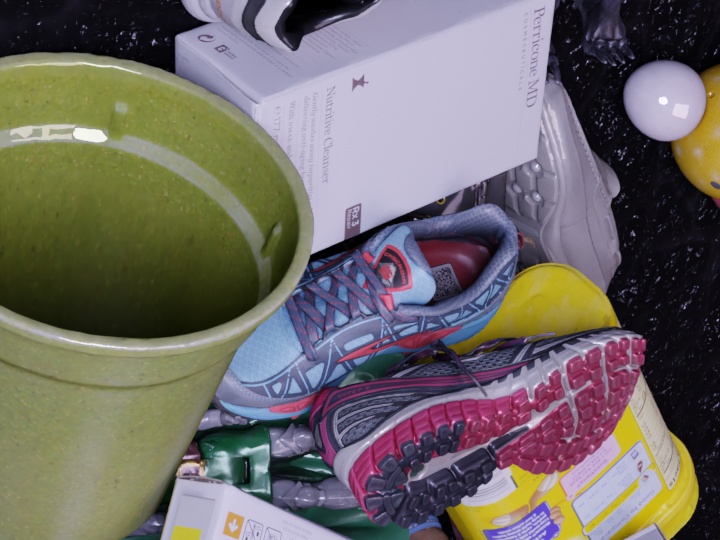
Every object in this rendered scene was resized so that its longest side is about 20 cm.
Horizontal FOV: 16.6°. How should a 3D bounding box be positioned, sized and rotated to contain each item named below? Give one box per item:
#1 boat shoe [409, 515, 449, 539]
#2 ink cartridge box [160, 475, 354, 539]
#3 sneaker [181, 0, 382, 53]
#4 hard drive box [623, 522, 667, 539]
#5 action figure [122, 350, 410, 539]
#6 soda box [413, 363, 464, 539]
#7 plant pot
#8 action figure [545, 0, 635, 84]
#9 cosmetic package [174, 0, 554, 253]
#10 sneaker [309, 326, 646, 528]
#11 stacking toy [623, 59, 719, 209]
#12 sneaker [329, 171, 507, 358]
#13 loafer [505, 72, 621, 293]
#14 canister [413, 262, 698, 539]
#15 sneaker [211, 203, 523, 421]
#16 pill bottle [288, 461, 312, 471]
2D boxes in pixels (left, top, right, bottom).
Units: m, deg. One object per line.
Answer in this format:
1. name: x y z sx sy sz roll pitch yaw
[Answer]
1. boat shoe: 0.003 0.207 1.386 0.200 0.072 0.072 -35 158 -48
2. ink cartridge box: -0.044 0.227 1.238 0.197 0.047 0.201 31 72 -48
3. sneaker: 0.007 -0.167 1.248 0.199 0.080 0.074 -33 137 -24
4. hard drive box: 0.115 0.260 1.462 0.199 0.077 0.156 -26 143 -6
5. action figure: -0.069 0.107 1.314 0.198 0.055 0.119 -3 85 -9
6. soda box: 0.085 0.116 1.552 0.063 0.070 0.201 -36 139 -17
7. plant pot: -0.139 0.029 1.188 0.199 0.201 0.185 -19 143 -34
8. action figure: 0.139 -0.201 1.335 0.118 0.102 0.201 -9 128 -26
9. cosmetic package: 0.002 -0.090 1.299 0.199 0.081 0.113 -24 134 -29
10. sneaker: 0.067 0.064 1.290 0.199 0.075 0.081 -15 131 -32
11. stacking toy: 0.240 -0.082 1.534 0.199 0.146 0.147 16 108 -30
12. sneaker: 0.000 0.000 1.390 0.199 0.075 0.107 -17 117 -35
13. loafer: 0.117 -0.050 1.462 0.070 0.070 0.201 -45 146 -24
14. canister: 0.110 0.104 1.440 0.148 0.087 0.200 -40 140 -9
15. sneaker: -0.001 0.009 1.288 0.199 0.080 0.096 -23 164 -29
16. pill bottle: -0.092 0.179 1.394 0.201 0.111 0.111 -55 141 4
